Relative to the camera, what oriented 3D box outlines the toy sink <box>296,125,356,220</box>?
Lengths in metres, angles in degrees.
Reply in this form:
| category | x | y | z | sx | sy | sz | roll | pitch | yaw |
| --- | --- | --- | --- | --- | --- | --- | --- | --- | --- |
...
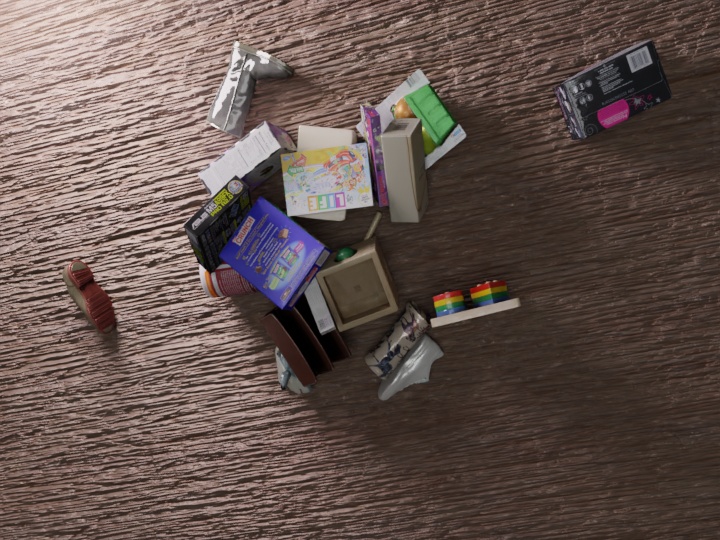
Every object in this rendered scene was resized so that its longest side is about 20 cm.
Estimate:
| category | x | y | z | sx | sy | sz | roll | pitch | yaw |
| --- | --- | --- | --- | --- | --- | --- | --- | --- | --- |
| toy sink | -0.081 | -0.224 | 1.411 | 0.126 | 0.112 | 0.207 | 5 | 96 | 5 |

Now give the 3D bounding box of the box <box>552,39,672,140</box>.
| category | x | y | z | sx | sy | sz | roll | pitch | yaw |
| --- | --- | --- | --- | --- | --- | --- | --- | --- | --- |
| box | 0.540 | -0.387 | 1.311 | 0.196 | 0.115 | 0.135 | -24 | 96 | 9 |

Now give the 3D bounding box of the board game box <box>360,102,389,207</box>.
| category | x | y | z | sx | sy | sz | roll | pitch | yaw |
| --- | --- | --- | --- | --- | --- | --- | --- | --- | --- |
| board game box | 0.032 | -0.261 | 1.357 | 0.031 | 0.121 | 0.205 | -12 | 118 | -9 |

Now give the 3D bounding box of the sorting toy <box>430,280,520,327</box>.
| category | x | y | z | sx | sy | sz | roll | pitch | yaw |
| --- | --- | --- | --- | --- | --- | --- | --- | --- | --- |
| sorting toy | 0.257 | 0.074 | 1.390 | 0.194 | 0.199 | 0.072 | -14 | 83 | 8 |

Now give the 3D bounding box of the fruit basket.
| category | x | y | z | sx | sy | sz | roll | pitch | yaw |
| --- | --- | --- | --- | --- | --- | --- | --- | --- | --- |
| fruit basket | 0.117 | -0.323 | 1.396 | 0.199 | 0.094 | 0.187 | -37 | 94 | 27 |

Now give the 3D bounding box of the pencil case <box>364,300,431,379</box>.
| category | x | y | z | sx | sy | sz | roll | pitch | yaw |
| --- | --- | --- | --- | --- | --- | --- | --- | --- | --- |
| pencil case | 0.089 | 0.173 | 1.478 | 0.077 | 0.090 | 0.201 | 35 | 104 | -12 |

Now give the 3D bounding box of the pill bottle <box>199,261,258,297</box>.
| category | x | y | z | sx | sy | sz | roll | pitch | yaw |
| --- | --- | --- | --- | --- | --- | --- | --- | --- | --- |
| pill bottle | -0.282 | -0.001 | 1.473 | 0.194 | 0.113 | 0.117 | -7 | 100 | 7 |

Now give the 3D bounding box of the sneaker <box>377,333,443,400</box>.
| category | x | y | z | sx | sy | sz | roll | pitch | yaw |
| --- | --- | --- | --- | --- | --- | --- | --- | --- | --- |
| sneaker | 0.127 | 0.259 | 1.501 | 0.088 | 0.075 | 0.201 | 37 | 101 | -14 |

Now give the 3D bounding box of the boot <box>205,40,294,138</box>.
| category | x | y | z | sx | sy | sz | roll | pitch | yaw |
| --- | --- | --- | --- | --- | --- | --- | --- | --- | --- |
| boot | -0.261 | -0.411 | 1.417 | 0.178 | 0.072 | 0.205 | 23 | 96 | 16 |

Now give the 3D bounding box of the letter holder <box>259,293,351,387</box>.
| category | x | y | z | sx | sy | sz | roll | pitch | yaw |
| --- | --- | --- | --- | --- | --- | --- | --- | --- | --- |
| letter holder | -0.129 | 0.161 | 1.457 | 0.203 | 0.100 | 0.141 | 57 | 145 | -5 |

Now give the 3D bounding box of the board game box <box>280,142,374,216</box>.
| category | x | y | z | sx | sy | sz | roll | pitch | yaw |
| --- | --- | --- | --- | --- | --- | --- | --- | --- | --- |
| board game box | -0.073 | -0.200 | 1.339 | 0.193 | 0.034 | 0.139 | -7 | 96 | 6 |

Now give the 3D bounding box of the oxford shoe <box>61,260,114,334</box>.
| category | x | y | z | sx | sy | sz | roll | pitch | yaw |
| --- | --- | --- | --- | --- | --- | --- | --- | --- | --- |
| oxford shoe | -0.706 | 0.074 | 1.569 | 0.073 | 0.070 | 0.205 | -16 | 101 | 36 |

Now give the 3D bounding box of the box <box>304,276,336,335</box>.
| category | x | y | z | sx | sy | sz | roll | pitch | yaw |
| --- | --- | --- | --- | --- | --- | --- | --- | --- | --- |
| box | -0.110 | 0.048 | 1.399 | 0.040 | 0.039 | 0.204 | -23 | 77 | -3 |

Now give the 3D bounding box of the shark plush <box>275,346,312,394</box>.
| category | x | y | z | sx | sy | sz | roll | pitch | yaw |
| --- | --- | --- | --- | --- | --- | --- | --- | --- | --- |
| shark plush | -0.177 | 0.214 | 1.545 | 0.081 | 0.091 | 0.206 | -8 | 79 | -12 |

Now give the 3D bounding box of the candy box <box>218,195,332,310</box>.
| category | x | y | z | sx | sy | sz | roll | pitch | yaw |
| --- | --- | --- | --- | --- | --- | --- | --- | --- | --- |
| candy box | -0.192 | -0.039 | 1.367 | 0.198 | 0.077 | 0.171 | 37 | 91 | 12 |

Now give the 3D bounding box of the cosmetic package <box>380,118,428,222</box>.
| category | x | y | z | sx | sy | sz | roll | pitch | yaw |
| --- | --- | --- | --- | --- | --- | --- | --- | --- | --- |
| cosmetic package | 0.101 | -0.221 | 1.342 | 0.071 | 0.104 | 0.205 | 3 | 124 | 20 |

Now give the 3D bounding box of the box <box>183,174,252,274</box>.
| category | x | y | z | sx | sy | sz | roll | pitch | yaw |
| --- | --- | --- | --- | --- | --- | --- | --- | --- | --- |
| box | -0.309 | -0.098 | 1.350 | 0.044 | 0.201 | 0.161 | 37 | 69 | 10 |

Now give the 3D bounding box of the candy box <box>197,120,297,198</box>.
| category | x | y | z | sx | sy | sz | roll | pitch | yaw |
| --- | --- | --- | --- | --- | --- | --- | --- | --- | --- |
| candy box | -0.253 | -0.248 | 1.395 | 0.198 | 0.168 | 0.072 | -35 | 90 | 10 |

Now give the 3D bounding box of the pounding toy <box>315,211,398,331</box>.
| category | x | y | z | sx | sy | sz | roll | pitch | yaw |
| --- | --- | --- | --- | --- | --- | --- | --- | --- | --- |
| pounding toy | 0.000 | 0.000 | 1.445 | 0.179 | 0.143 | 0.204 | -20 | 108 | 10 |
